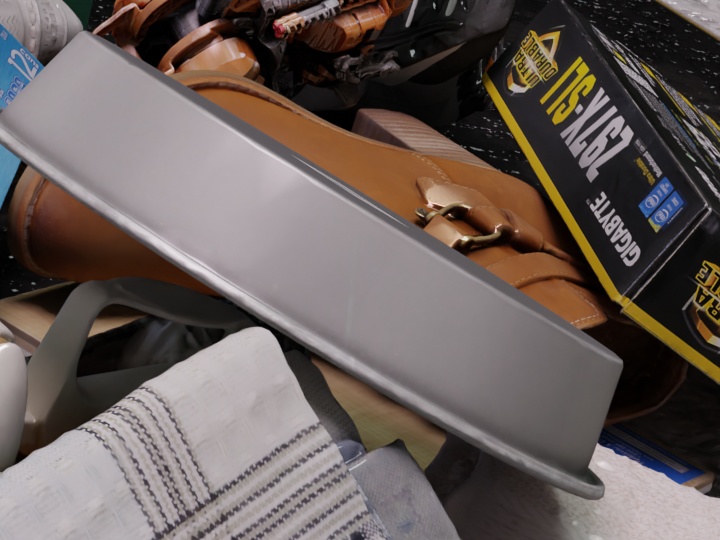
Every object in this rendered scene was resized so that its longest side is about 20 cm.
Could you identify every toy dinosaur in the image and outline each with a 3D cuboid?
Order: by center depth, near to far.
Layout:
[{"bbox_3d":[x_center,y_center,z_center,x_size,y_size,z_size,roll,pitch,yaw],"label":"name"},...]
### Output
[{"bbox_3d":[-0.054,-0.081,0.940,0.199,0.102,0.136,-8,-17,-2],"label":"toy dinosaur"}]

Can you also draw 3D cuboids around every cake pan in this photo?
[{"bbox_3d":[-0.011,-0.005,0.721,0.200,0.037,0.200,31,3,-2],"label":"cake pan"}]

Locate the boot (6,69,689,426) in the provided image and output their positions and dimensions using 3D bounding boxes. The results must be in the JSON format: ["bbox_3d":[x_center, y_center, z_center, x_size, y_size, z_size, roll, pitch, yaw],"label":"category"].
[{"bbox_3d":[0.000,0.000,0.865,0.200,0.074,0.155,-8,36,-38],"label":"boot"}]

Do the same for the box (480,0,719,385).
[{"bbox_3d":[0.133,-0.005,0.934,0.160,0.049,0.200,37,14,-25],"label":"box"}]

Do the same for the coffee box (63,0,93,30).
[{"bbox_3d":[-0.138,-0.170,1.045,0.044,0.200,0.123,-1,26,-36],"label":"coffee box"}]

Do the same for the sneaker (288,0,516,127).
[{"bbox_3d":[0.029,-0.096,1.060,0.079,0.074,0.200,19,-7,-13],"label":"sneaker"}]

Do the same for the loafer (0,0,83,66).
[{"bbox_3d":[-0.187,-0.097,0.997,0.200,0.070,0.070,18,16,41],"label":"loafer"}]

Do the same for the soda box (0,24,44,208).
[{"bbox_3d":[-0.155,-0.022,0.815,0.068,0.064,0.200,46,23,-19],"label":"soda box"}]

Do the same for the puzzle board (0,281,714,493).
[{"bbox_3d":[-0.004,0.046,0.866,0.200,0.017,0.151,29,26,30],"label":"puzzle board"}]

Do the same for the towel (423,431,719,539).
[{"bbox_3d":[0.100,0.106,0.744,0.200,0.035,0.133,24,27,9],"label":"towel"}]

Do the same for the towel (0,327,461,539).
[{"bbox_3d":[-0.011,0.114,0.561,0.193,0.035,0.200,55,34,5],"label":"towel"}]

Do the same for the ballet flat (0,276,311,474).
[{"bbox_3d":[-0.091,0.037,0.700,0.200,0.072,0.072,-10,33,-43],"label":"ballet flat"}]
